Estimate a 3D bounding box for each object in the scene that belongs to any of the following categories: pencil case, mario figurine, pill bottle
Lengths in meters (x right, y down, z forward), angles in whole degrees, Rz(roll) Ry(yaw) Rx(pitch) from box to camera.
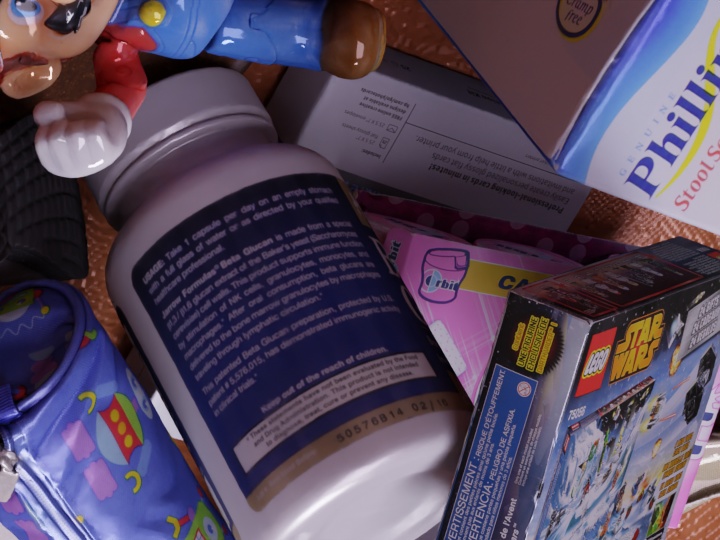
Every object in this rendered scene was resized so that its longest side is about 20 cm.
[{"bbox_3d":[-0.103,0.097,1.197,0.078,0.087,0.200,-16,126,20],"label":"pencil case"},{"bbox_3d":[-0.083,-0.110,1.165,0.199,0.124,0.106,-6,137,-25],"label":"mario figurine"},{"bbox_3d":[-0.038,0.019,1.236,0.111,0.200,0.111,-25,158,-11],"label":"pill bottle"}]

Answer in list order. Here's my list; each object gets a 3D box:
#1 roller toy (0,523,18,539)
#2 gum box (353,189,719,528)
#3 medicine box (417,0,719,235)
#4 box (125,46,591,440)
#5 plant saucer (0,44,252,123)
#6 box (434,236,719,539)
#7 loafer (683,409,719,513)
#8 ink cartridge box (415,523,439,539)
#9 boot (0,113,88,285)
[{"bbox_3d":[-0.183,0.118,1.302,0.182,0.140,0.201,-9,115,-24],"label":"roller toy"},{"bbox_3d":[0.066,0.040,1.345,0.199,0.066,0.114,11,104,-30],"label":"gum box"},{"bbox_3d":[0.144,-0.099,1.276,0.199,0.182,0.103,18,113,-32],"label":"medicine box"},{"bbox_3d":[0.000,0.000,1.370,0.155,0.041,0.200,18,114,-32],"label":"box"},{"bbox_3d":[-0.111,-0.125,1.239,0.199,0.037,0.201,-11,125,-16],"label":"plant saucer"},{"bbox_3d":[0.096,0.065,1.241,0.200,0.040,0.138,-14,123,-64],"label":"box"},{"bbox_3d":[0.144,0.092,1.481,0.199,0.076,0.069,-9,127,-7],"label":"loafer"},{"bbox_3d":[0.017,0.208,1.360,0.145,0.088,0.201,1,127,-13],"label":"ink cartridge box"},{"bbox_3d":[-0.192,-0.018,1.195,0.131,0.070,0.200,-13,174,13],"label":"boot"}]
